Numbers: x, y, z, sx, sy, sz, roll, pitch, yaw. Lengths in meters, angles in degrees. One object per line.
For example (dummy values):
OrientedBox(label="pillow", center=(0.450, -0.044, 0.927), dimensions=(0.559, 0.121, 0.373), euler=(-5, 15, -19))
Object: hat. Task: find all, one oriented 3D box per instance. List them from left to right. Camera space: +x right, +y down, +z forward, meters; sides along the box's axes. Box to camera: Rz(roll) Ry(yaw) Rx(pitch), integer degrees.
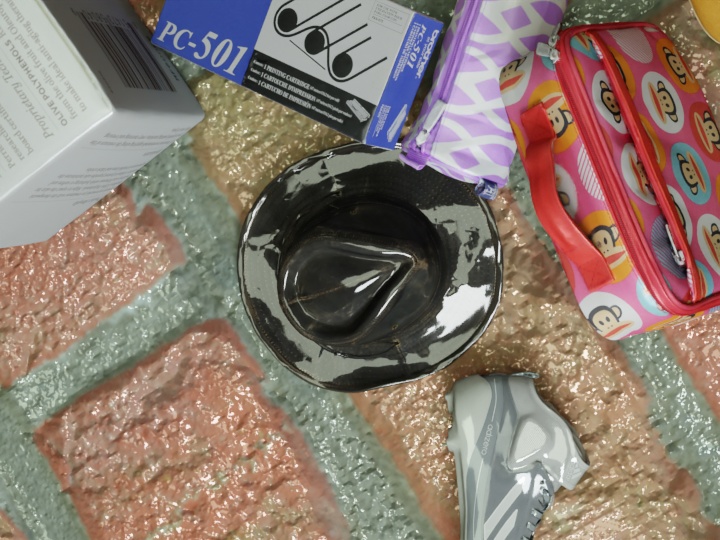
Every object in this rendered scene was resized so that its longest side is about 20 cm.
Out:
OrientedBox(label="hat", center=(0.000, 0.000, 1.017), dimensions=(0.199, 0.081, 0.202), euler=(1, 96, 10))

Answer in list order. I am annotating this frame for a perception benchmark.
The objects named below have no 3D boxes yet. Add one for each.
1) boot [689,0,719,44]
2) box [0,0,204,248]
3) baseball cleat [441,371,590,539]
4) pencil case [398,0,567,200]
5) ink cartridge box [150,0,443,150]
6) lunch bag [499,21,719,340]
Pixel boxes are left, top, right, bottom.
OrientedBox(label="boot", center=(0.238, -0.216, 0.896), dimensions=(0.070, 0.144, 0.202), euler=(-7, 117, 8))
OrientedBox(label="box", center=(-0.250, -0.137, 0.986), dimensions=(0.171, 0.199, 0.200), euler=(-36, 88, 12))
OrientedBox(label="baseball cleat", center=(0.115, 0.173, 1.023), dimensions=(0.106, 0.070, 0.201), euler=(-6, 96, 11))
OrientedBox(label="pencil case", center=(0.087, -0.155, 0.980), dimensions=(0.084, 0.085, 0.201), euler=(24, 98, 50))
OrientedBox(label="ink cartridge box", center=(-0.047, -0.164, 0.991), dimensions=(0.199, 0.044, 0.094), euler=(28, 102, 29))
OrientedBox(label="lunch bag", center=(0.167, -0.059, 0.919), dimensions=(0.082, 0.176, 0.201), euler=(-27, 80, 40))
